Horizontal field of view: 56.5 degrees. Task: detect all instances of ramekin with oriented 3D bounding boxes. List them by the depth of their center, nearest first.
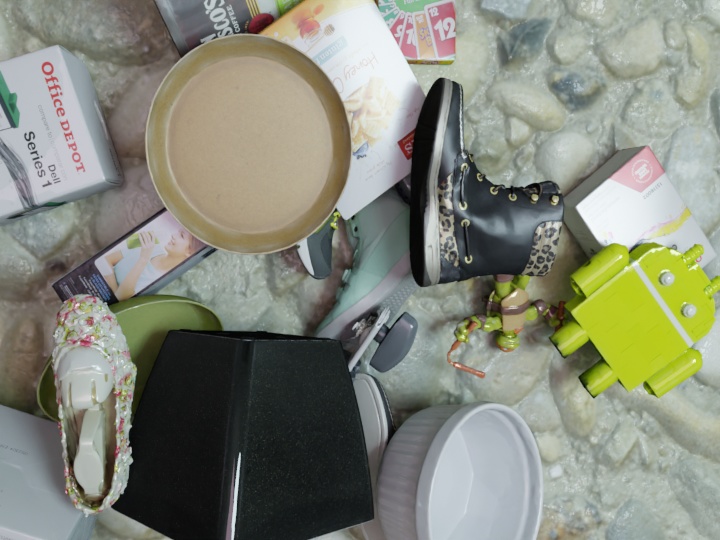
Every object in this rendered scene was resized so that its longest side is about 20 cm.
[{"bbox_3d":[0.107,0.249,0.751,0.196,0.104,0.207,4,84,-40],"label":"ramekin"}]

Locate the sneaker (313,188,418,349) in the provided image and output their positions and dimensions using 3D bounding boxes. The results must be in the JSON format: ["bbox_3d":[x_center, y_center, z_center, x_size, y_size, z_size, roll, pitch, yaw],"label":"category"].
[{"bbox_3d":[0.000,0.000,0.784,0.200,0.073,0.119,-45,58,18],"label":"sneaker"}]

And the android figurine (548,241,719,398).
[{"bbox_3d":[0.321,0.053,0.770,0.198,0.041,0.184,-36,98,9],"label":"android figurine"}]

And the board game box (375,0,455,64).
[{"bbox_3d":[0.064,-0.347,0.779,0.093,0.030,0.207,-1,92,-8],"label":"board game box"}]

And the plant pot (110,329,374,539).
[{"bbox_3d":[-0.111,0.154,0.676,0.197,0.197,0.183,6,86,-48],"label":"plant pot"}]

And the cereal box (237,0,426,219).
[{"bbox_3d":[-0.014,-0.176,0.686,0.142,0.040,0.202,-35,109,-1],"label":"cereal box"}]

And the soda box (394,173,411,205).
[{"bbox_3d":[0.071,-0.114,0.773,0.063,0.068,0.203,-32,97,-5],"label":"soda box"}]

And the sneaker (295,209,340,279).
[{"bbox_3d":[-0.036,-0.093,0.753,0.082,0.074,0.206,-2,94,2],"label":"sneaker"}]

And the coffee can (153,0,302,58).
[{"bbox_3d":[-0.122,-0.317,0.695,0.196,0.146,0.149,-27,97,-5],"label":"coffee can"}]

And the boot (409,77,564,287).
[{"bbox_3d":[0.128,-0.084,0.678,0.146,0.073,0.206,1,97,-11],"label":"boot"}]

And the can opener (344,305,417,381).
[{"bbox_3d":[-0.012,0.121,0.749,0.066,0.053,0.201,37,114,1],"label":"can opener"}]

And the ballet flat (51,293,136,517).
[{"bbox_3d":[-0.238,0.126,0.600,0.073,0.064,0.206,-4,105,-8],"label":"ballet flat"}]

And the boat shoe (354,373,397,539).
[{"bbox_3d":[0.025,0.221,0.795,0.060,0.073,0.206,-7,84,-48],"label":"boat shoe"}]

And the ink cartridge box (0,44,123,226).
[{"bbox_3d":[-0.373,-0.132,0.707,0.195,0.084,0.150,-20,97,-5],"label":"ink cartridge box"}]

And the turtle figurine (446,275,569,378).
[{"bbox_3d":[0.187,0.032,0.796,0.194,0.064,0.166,-7,115,-19],"label":"turtle figurine"}]

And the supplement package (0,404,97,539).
[{"bbox_3d":[-0.378,0.266,0.673,0.187,0.148,0.204,20,112,-7],"label":"supplement package"}]

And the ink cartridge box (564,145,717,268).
[{"bbox_3d":[0.344,-0.033,0.814,0.116,0.067,0.202,-38,99,-2],"label":"ink cartridge box"}]

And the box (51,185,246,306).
[{"bbox_3d":[-0.215,-0.019,0.721,0.198,0.117,0.061,-34,94,-2],"label":"box"}]

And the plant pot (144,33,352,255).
[{"bbox_3d":[-0.105,-0.118,0.645,0.194,0.027,0.206,-2,102,-10],"label":"plant pot"}]

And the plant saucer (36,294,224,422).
[{"bbox_3d":[-0.240,0.090,0.706,0.197,0.201,0.031,-34,62,-4],"label":"plant saucer"}]
